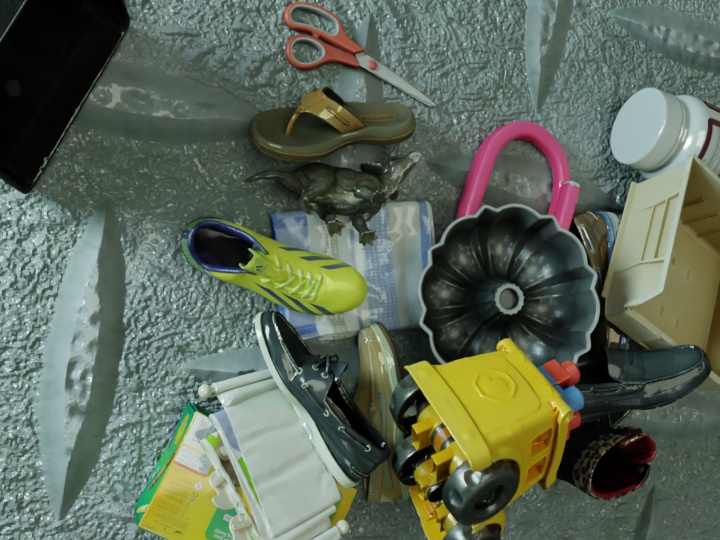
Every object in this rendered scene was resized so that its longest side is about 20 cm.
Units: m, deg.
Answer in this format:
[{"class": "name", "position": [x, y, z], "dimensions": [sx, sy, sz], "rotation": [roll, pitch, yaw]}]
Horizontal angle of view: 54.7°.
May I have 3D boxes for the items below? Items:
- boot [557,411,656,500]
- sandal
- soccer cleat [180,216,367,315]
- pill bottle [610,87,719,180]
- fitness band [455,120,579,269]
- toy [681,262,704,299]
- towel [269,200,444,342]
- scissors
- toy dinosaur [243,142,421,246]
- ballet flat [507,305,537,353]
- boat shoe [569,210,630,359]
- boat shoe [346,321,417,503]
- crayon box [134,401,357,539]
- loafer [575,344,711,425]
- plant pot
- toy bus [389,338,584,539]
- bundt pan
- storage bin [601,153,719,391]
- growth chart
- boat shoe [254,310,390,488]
[{"class": "boot", "position": [0.285, 0.193, 0.817], "dimensions": [0.197, 0.150, 0.075], "rotation": [-22, 97, -20]}, {"class": "sandal", "position": [-0.026, -0.165, 0.738], "dimensions": [0.196, 0.081, 0.055], "rotation": [-12, 138, -24]}, {"class": "soccer cleat", "position": [-0.086, 0.000, 0.698], "dimensions": [0.196, 0.084, 0.066], "rotation": [19, 86, -6]}, {"class": "pill bottle", "position": [0.431, -0.156, 0.896], "dimensions": [0.196, 0.114, 0.117], "rotation": [15, 84, -20]}, {"class": "fitness band", "position": [0.191, -0.080, 0.846], "dimensions": [0.141, 0.037, 0.204], "rotation": [22, 81, -19]}, {"class": "toy", "position": [0.424, 0.039, 0.927], "dimensions": [0.113, 0.047, 0.204], "rotation": [-20, 97, -21]}, {"class": "towel", "position": [0.000, 0.000, 0.780], "dimensions": [0.195, 0.024, 0.151], "rotation": [-6, 91, -20]}, {"class": "scissors", "position": [0.005, -0.245, 0.789], "dimensions": [0.195, 0.014, 0.075], "rotation": [11, 84, -19]}, {"class": "toy dinosaur", "position": [-0.026, -0.083, 0.746], "dimensions": [0.195, 0.103, 0.079], "rotation": [-5, 122, -9]}, {"class": "ballet flat", "position": [0.166, 0.120, 0.825], "dimensions": [0.069, 0.069, 0.205], "rotation": [12, 81, -2]}, {"class": "boat shoe", "position": [0.284, 0.028, 0.868], "dimensions": [0.071, 0.072, 0.205], "rotation": [2, 79, -15]}, {"class": "boat shoe", "position": [0.013, 0.161, 0.758], "dimensions": [0.074, 0.072, 0.205], "rotation": [-11, 97, -6]}, {"class": "crayon box", "position": [-0.114, 0.236, 0.715], "dimensions": [0.198, 0.058, 0.121], "rotation": [31, 79, -18]}, {"class": "loafer", "position": [0.289, 0.119, 0.780], "dimensions": [0.196, 0.068, 0.072], "rotation": [-18, 112, 10]}, {"class": "plant pot", "position": [-0.331, -0.212, 0.576], "dimensions": [0.175, 0.200, 0.203], "rotation": [28, 80, -7]}, {"class": "toy bus", "position": [0.135, 0.169, 0.678], "dimensions": [0.188, 0.136, 0.203], "rotation": [-19, 131, -19]}, {"class": "bundt pan", "position": [0.154, 0.034, 0.767], "dimensions": [0.196, 0.076, 0.207], "rotation": [0, 85, -4]}, {"class": "storage bin", "position": [0.404, 0.010, 0.836], "dimensions": [0.198, 0.093, 0.202], "rotation": [33, 65, -20]}, {"class": "growth chart", "position": [-0.087, 0.187, 0.676], "dimensions": [0.142, 0.018, 0.203], "rotation": [-2, 60, -41]}, {"class": "boat shoe", "position": [-0.034, 0.120, 0.705], "dimensions": [0.065, 0.074, 0.202], "rotation": [-29, 89, 15]}]
